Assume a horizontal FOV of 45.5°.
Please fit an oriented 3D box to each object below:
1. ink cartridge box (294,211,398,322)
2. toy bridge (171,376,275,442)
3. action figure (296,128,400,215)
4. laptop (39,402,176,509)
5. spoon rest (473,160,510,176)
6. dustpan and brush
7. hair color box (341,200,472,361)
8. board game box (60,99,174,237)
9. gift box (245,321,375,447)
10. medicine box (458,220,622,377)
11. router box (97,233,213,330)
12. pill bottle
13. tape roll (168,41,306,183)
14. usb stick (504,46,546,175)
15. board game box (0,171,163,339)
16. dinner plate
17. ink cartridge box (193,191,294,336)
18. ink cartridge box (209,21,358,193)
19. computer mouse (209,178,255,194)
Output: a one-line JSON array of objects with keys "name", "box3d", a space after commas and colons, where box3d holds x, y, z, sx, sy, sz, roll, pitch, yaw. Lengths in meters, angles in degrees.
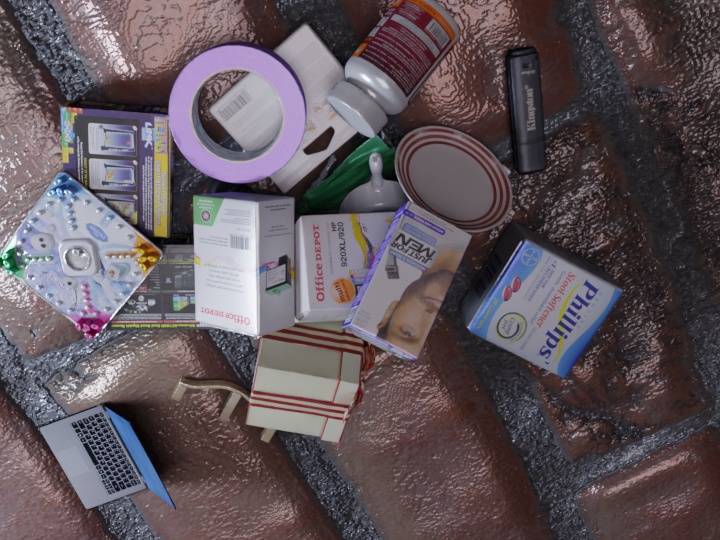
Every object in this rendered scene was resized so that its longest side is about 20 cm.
[{"name": "ink cartridge box", "box3d": [-0.003, -0.003, 1.318, 0.199, 0.145, 0.148, -3, 80, -13]}, {"name": "toy bridge", "box3d": [-0.229, 0.235, 1.513, 0.199, 0.027, 0.067, 27, 105, -14]}, {"name": "action figure", "box3d": [-0.024, -0.147, 1.359, 0.200, 0.055, 0.118, -32, 147, 22]}, {"name": "laptop", "box3d": [-0.441, 0.342, 1.492, 0.199, 0.116, 0.188, -20, 110, 4]}, {"name": "spoon rest", "box3d": [0.154, -0.104, 1.389, 0.061, 0.099, 0.200, 43, 88, 3]}, {"name": "dustpan and brush", "box3d": [0.029, -0.118, 1.348, 0.139, 0.200, 0.058, -8, 71, -1]}, {"name": "hair color box", "box3d": [0.067, 0.016, 1.223, 0.109, 0.065, 0.201, 27, 77, -8]}, {"name": "board game box", "box3d": [-0.376, -0.158, 1.340, 0.164, 0.057, 0.201, 4, 111, -7]}, {"name": "gift box", "box3d": [-0.080, 0.174, 1.394, 0.186, 0.201, 0.185, 10, 139, -7]}, {"name": "medicine box", "box3d": [0.298, 0.049, 1.440, 0.199, 0.103, 0.183, 26, 107, -12]}, {"name": "router box", "box3d": [-0.320, 0.018, 1.406, 0.199, 0.062, 0.151, 0, 110, -4]}, {"name": "pill bottle", "box3d": [0.047, -0.301, 1.260, 0.109, 0.110, 0.200, 40, 85, -17]}, {"name": "tape roll", "box3d": [-0.180, -0.235, 1.275, 0.199, 0.066, 0.201, -1, 109, -2]}, {"name": "usb stick", "box3d": [0.263, -0.251, 1.362, 0.055, 0.033, 0.201, -9, 111, 0]}, {"name": "board game box", "box3d": [-0.444, -0.018, 1.343, 0.200, 0.026, 0.200, 40, 109, -10]}, {"name": "dinner plate", "box3d": [0.141, -0.139, 1.321, 0.199, 0.201, 0.024, 20, 144, -11]}, {"name": "ink cartridge box", "box3d": [-0.177, -0.014, 1.303, 0.144, 0.084, 0.201, 9, 103, 39]}, {"name": "ink cartridge box", "box3d": [-0.103, -0.250, 1.330, 0.200, 0.045, 0.176, -38, 108, 11]}, {"name": "computer mouse", "box3d": [-0.167, -0.080, 1.401, 0.200, 0.034, 0.059, 44, 81, -22]}]
